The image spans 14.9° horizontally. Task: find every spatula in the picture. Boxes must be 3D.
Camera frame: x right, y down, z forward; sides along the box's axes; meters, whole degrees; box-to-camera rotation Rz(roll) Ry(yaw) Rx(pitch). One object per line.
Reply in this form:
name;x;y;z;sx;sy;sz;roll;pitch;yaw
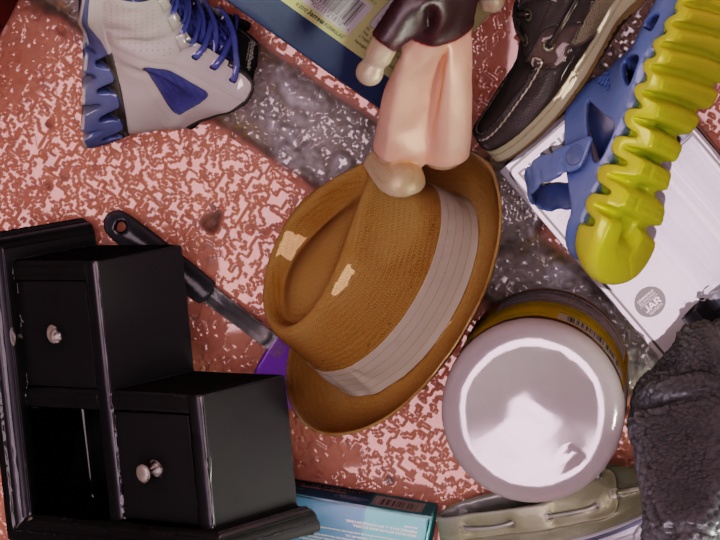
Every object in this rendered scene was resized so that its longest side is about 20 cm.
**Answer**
spatula;-0.088;0.025;1.801;0.200;0.021;0.057;36;87;5

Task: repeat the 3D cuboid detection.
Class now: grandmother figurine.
grandmother figurine;0.048;-0.145;1.621;0.060;0.121;0.201;26;134;20

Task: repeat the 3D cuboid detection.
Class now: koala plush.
koala plush;0.241;0.149;1.660;0.176;0.184;0.201;-13;133;-2

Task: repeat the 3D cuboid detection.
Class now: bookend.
bookend;-0.135;0.071;1.730;0.199;0.092;0.200;1;99;42

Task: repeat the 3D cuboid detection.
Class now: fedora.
fedora;0.000;0.000;1.701;0.082;0.201;0.201;31;102;-31

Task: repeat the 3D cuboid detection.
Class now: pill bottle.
pill bottle;0.110;0.071;1.688;0.109;0.200;0.110;1;97;7

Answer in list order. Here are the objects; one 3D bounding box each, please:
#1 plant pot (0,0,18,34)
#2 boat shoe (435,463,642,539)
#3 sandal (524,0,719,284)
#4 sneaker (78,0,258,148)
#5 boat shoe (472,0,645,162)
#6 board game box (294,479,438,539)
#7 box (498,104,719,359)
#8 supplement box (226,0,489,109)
plant pot;-0.302;-0.212;1.727;0.200;0.200;0.176;42;89;1
boat shoe;0.142;0.153;1.758;0.199;0.072;0.062;-22;102;12
sandal;0.159;-0.097;1.669;0.087;0.079;0.201;24;87;39
sneaker;-0.120;-0.156;1.731;0.114;0.200;0.081;-1;52;-5
boat shoe;0.123;-0.159;1.674;0.065;0.073;0.200;31;104;-16
board game box;-0.038;0.241;1.807;0.150;0.047;0.201;9;98;7
box;0.193;-0.026;1.737;0.117;0.060;0.200;-40;90;10
supplement box;0.001;-0.238;1.653;0.200;0.200;0.134;-48;48;9
